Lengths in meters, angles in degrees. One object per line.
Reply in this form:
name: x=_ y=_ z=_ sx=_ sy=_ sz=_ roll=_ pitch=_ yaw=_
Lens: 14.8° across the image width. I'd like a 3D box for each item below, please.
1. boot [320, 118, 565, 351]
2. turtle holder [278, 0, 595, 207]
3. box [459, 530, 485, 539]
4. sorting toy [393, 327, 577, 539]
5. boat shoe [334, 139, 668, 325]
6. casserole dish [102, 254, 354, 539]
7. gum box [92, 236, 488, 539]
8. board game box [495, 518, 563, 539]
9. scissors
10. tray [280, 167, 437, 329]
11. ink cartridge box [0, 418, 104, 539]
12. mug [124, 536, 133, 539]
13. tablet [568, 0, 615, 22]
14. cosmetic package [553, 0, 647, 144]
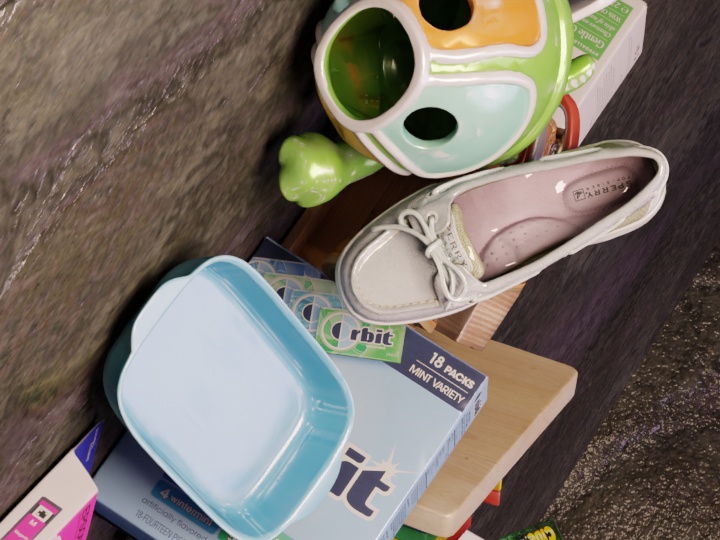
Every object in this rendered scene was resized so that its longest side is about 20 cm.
boot: x=0.062 y=-0.039 z=1.693 sx=0.200 sy=0.076 sz=0.156 roll=22 pitch=95 yaw=-55
turtle holder: x=0.027 y=-0.120 z=1.590 sx=0.131 sy=0.185 sz=0.142 roll=-16 pitch=95 yaw=-52
box: x=0.032 y=0.275 z=1.989 sx=0.153 sy=0.106 sz=0.200 roll=-63 pitch=-172 yaw=-21
sorting toy: x=0.013 y=0.110 z=1.833 sx=0.199 sy=0.199 sz=0.070 roll=-43 pitch=144 yaw=-50
boat shoe: x=0.080 y=-0.025 z=1.581 sx=0.201 sy=0.075 sz=0.065 roll=-18 pitch=175 yaw=0
casserole dish: x=-0.080 y=0.073 z=1.615 sx=0.121 sy=0.039 sz=0.200 roll=-54 pitch=133 yaw=-17
gum box: x=-0.044 y=0.107 z=1.704 sx=0.200 sy=0.169 sz=0.045 roll=-54 pitch=167 yaw=-18
board game box: x=0.030 y=0.218 z=1.780 sx=0.200 sy=0.024 sz=0.104 roll=-34 pitch=165 yaw=36
scissors: x=0.115 y=-0.138 z=1.643 sx=0.014 sy=0.073 sz=0.202 roll=18 pitch=87 yaw=-51
tray: x=0.000 y=0.000 z=1.787 sx=0.201 sy=0.098 sz=0.037 roll=-55 pitch=168 yaw=-17
ink cartridge box: x=-0.200 y=0.178 z=1.586 sx=0.200 sy=0.037 sz=0.095 roll=-50 pitch=165 yaw=-42
mug: x=-0.102 y=0.232 z=1.858 sx=0.153 sy=0.149 sz=0.188 roll=-1 pitch=115 yaw=-66
tablet: x=0.087 y=-0.141 z=1.736 sx=0.199 sy=0.014 sz=0.130 roll=-26 pitch=-175 yaw=25
cosmetic package: x=0.101 y=-0.114 z=1.898 sx=0.201 sy=0.107 sz=0.085 roll=-57 pitch=167 yaw=-15
